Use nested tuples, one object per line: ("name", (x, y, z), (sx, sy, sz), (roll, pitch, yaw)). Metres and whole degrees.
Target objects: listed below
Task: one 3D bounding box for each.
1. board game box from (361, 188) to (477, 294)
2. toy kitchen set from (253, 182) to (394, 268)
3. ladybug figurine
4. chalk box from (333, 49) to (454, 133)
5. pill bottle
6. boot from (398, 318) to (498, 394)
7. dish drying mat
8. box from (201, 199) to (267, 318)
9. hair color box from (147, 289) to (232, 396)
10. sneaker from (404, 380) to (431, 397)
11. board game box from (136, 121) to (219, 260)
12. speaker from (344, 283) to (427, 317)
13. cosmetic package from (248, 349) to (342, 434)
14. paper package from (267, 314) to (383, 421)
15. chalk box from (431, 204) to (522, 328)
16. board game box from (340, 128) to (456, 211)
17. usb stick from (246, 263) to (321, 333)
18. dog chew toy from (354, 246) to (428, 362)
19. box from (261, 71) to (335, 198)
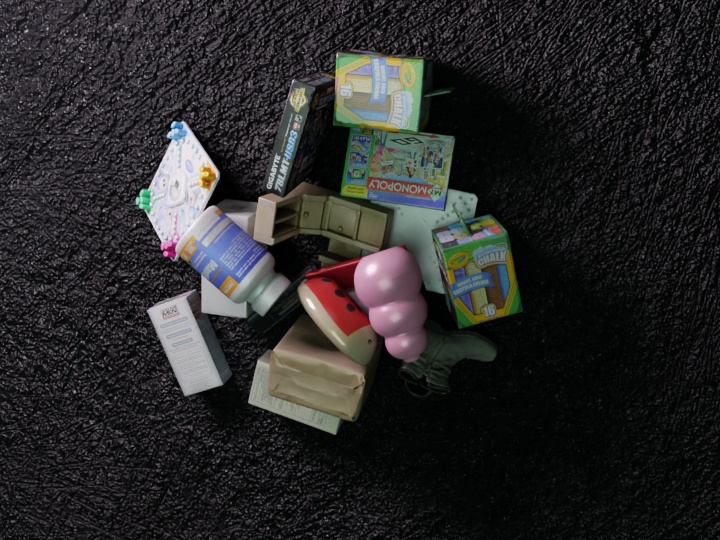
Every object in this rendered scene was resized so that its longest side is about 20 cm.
("board game box", (0.109, -0.069, 1.566), (0.197, 0.026, 0.203), (13, 108, 10))
("toy kitchen set", (-0.071, -0.047, 1.521), (0.198, 0.180, 0.165), (18, 111, 20))
("ladybug figurine", (-0.038, 0.083, 1.502), (0.072, 0.136, 0.200), (-44, 73, 5))
("chalk box", (0.064, -0.314, 1.445), (0.197, 0.125, 0.126), (9, 108, 12))
("pill bottle", (-0.227, -0.012, 1.486), (0.200, 0.112, 0.112), (41, 111, -2))
("boot", (0.164, 0.177, 1.548), (0.198, 0.132, 0.068), (17, 146, -14))
("dish drying mat", (0.000, 0.000, 1.544), (0.197, 0.018, 0.077), (-14, 145, 14))
("box", (-0.246, -0.025, 1.612), (0.096, 0.124, 0.203), (6, 107, 10))
("hair color box", (-0.358, 0.153, 1.727), (0.098, 0.061, 0.202), (-18, 102, 17))
("sneaker", (0.104, 0.155, 1.594), (0.070, 0.099, 0.202), (-22, 97, 21))
("board game box", (-0.358, -0.156, 1.581), (0.201, 0.026, 0.200), (-58, 47, 21))
("speaker", (0.028, 0.062, 1.580), (0.198, 0.081, 0.082), (-12, 103, 27))
("cosmetic package", (-0.122, 0.249, 1.691), (0.198, 0.071, 0.106), (20, 109, 7))
("paper package", (-0.066, 0.183, 1.590), (0.188, 0.200, 0.105), (16, 110, 8))
("chalk box", (0.204, -0.022, 1.480), (0.122, 0.125, 0.202), (-14, 111, 0))
("board game box", (0.069, -0.191, 1.518), (0.197, 0.029, 0.137), (9, 89, 11))
("usb stick", (-0.150, 0.059, 1.659), (0.199, 0.033, 0.055), (-38, 115, 21))
("dog chew toy", (0.064, 0.064, 1.456), (0.123, 0.124, 0.203), (-18, 90, 18))
("box", (-0.104, -0.249, 1.472), (0.049, 0.200, 0.201), (20, 111, 4))
